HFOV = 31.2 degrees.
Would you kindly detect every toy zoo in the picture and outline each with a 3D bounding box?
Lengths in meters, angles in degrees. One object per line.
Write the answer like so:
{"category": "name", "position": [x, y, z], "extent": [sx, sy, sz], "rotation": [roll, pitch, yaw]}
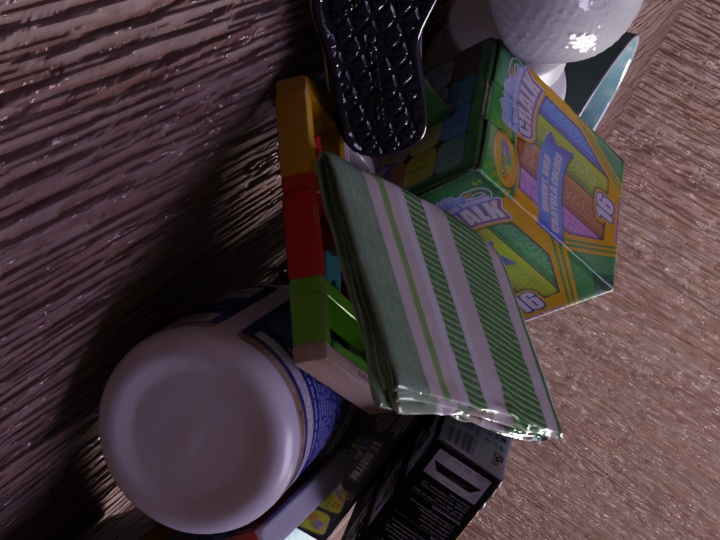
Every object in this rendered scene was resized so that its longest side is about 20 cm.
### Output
{"category": "toy zoo", "position": [-0.014, -0.026, 0.766], "extent": [0.131, 0.020, 0.201], "rotation": [44, 38, -64]}

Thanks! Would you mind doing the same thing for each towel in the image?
{"category": "towel", "position": [0.049, 0.024, 0.760], "extent": [0.023, 0.153, 0.200], "rotation": [-28, 154, 26]}

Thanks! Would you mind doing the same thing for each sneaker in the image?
{"category": "sneaker", "position": [0.003, -0.152, 0.726], "extent": [0.200, 0.071, 0.083], "rotation": [94, -10, -51]}

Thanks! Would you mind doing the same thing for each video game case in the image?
{"category": "video game case", "position": [-0.116, 0.168, 0.824], "extent": [0.199, 0.018, 0.143], "rotation": [-20, -176, 23]}

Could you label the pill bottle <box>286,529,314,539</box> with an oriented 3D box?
{"category": "pill bottle", "position": [-0.094, 0.219, 1.142], "extent": [0.111, 0.111, 0.200], "rotation": [-61, 169, 16]}

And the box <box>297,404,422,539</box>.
{"category": "box", "position": [0.017, 0.090, 0.894], "extent": [0.200, 0.035, 0.110], "rotation": [-57, -176, 37]}

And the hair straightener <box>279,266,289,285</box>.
{"category": "hair straightener", "position": [-0.099, 0.087, 0.972], "extent": [0.201, 0.041, 0.077], "rotation": [-61, 170, -11]}

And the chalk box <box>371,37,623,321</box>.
{"category": "chalk box", "position": [0.076, -0.066, 0.904], "extent": [0.124, 0.200, 0.124], "rotation": [-23, -138, 41]}

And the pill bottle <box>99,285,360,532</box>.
{"category": "pill bottle", "position": [-0.068, 0.073, 0.788], "extent": [0.116, 0.115, 0.200], "rotation": [-61, 172, 16]}

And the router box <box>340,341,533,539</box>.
{"category": "router box", "position": [0.048, 0.130, 0.867], "extent": [0.149, 0.051, 0.200], "rotation": [-56, -179, 25]}

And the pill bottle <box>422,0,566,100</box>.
{"category": "pill bottle", "position": [0.098, -0.128, 1.023], "extent": [0.116, 0.115, 0.200], "rotation": [-52, 168, -28]}

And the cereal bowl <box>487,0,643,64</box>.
{"category": "cereal bowl", "position": [0.154, -0.236, 0.853], "extent": [0.200, 0.083, 0.201], "rotation": [-24, 118, -56]}

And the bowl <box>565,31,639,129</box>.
{"category": "bowl", "position": [0.192, -0.178, 1.333], "extent": [0.201, 0.105, 0.201], "rotation": [-56, 169, -16]}
